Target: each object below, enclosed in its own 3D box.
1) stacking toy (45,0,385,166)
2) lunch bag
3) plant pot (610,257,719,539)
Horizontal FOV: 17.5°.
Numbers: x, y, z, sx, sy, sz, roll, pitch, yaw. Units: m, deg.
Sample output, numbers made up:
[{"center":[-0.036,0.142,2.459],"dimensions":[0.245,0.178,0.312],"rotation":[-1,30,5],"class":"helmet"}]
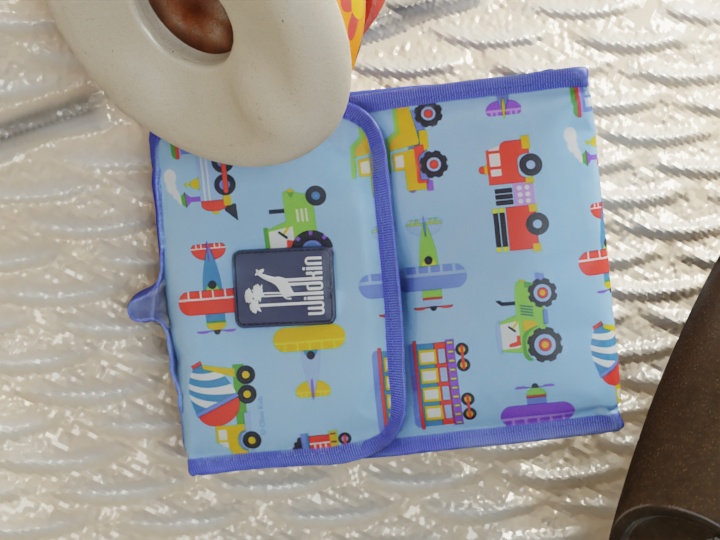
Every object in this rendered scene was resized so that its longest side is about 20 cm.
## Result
[{"center":[-0.023,-0.152,0.946],"dimensions":[0.146,0.146,0.200],"rotation":[51,53,-15],"class":"stacking toy"},{"center":[0.000,0.000,0.991],"dimensions":[0.198,0.094,0.152],"rotation":[-7,94,-5],"class":"lunch bag"},{"center":[0.195,0.069,0.960],"dimensions":[0.200,0.186,0.187],"rotation":[-45,107,-33],"class":"plant pot"}]
